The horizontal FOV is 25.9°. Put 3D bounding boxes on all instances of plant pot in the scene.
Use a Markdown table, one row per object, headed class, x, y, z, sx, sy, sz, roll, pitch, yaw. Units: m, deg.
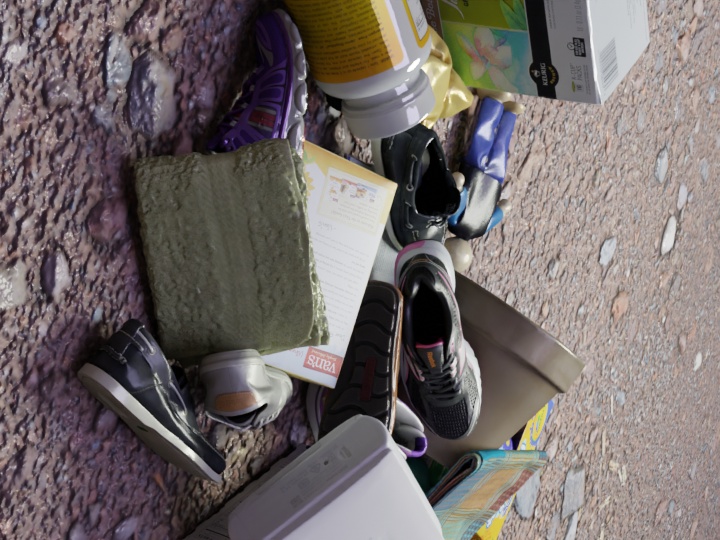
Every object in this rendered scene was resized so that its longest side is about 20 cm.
| class | x | y | z | sx | sy | sz | roll | pitch | yaw |
| --- | --- | --- | --- | --- | --- | --- | --- | --- | --- |
| plant pot | 0.110 | 0.115 | 1.655 | 0.175 | 0.199 | 0.200 | -56 | 146 | -3 |

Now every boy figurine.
| class | x | y | z | sx | sy | sz | roll | pitch | yaw |
| --- | --- | --- | --- | --- | --- | --- | --- | --- | --- |
| boy figurine | 0.048 | -0.187 | 1.535 | 0.199 | 0.064 | 0.126 | -6 | 108 | -58 |

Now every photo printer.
| class | x | y | z | sx | sy | sz | roll | pitch | yaw |
| --- | --- | --- | --- | --- | --- | --- | --- | --- | --- |
| photo printer | -0.013 | 0.243 | 1.407 | 0.166 | 0.069 | 0.201 | -36 | 135 | -9 |

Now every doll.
| class | x | y | z | sx | sy | sz | roll | pitch | yaw |
| --- | --- | --- | --- | --- | --- | --- | --- | --- | --- |
| doll | 0.131 | -0.093 | 1.719 | 0.136 | 0.048 | 0.202 | 30 | 75 | -57 |

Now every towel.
| class | x | y | z | sx | sy | sz | roll | pitch | yaw |
| --- | --- | --- | --- | --- | --- | --- | --- | --- | --- |
| towel | 0.116 | 0.243 | 1.660 | 0.147 | 0.022 | 0.199 | -48 | 155 | 16 |
| towel | -0.107 | -0.011 | 1.293 | 0.037 | 0.146 | 0.202 | -96 | 178 | -59 |

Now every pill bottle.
| class | x | y | z | sx | sy | sz | roll | pitch | yaw |
| --- | --- | --- | --- | --- | --- | --- | --- | --- | --- |
| pill bottle | -0.003 | -0.222 | 1.362 | 0.113 | 0.112 | 0.202 | -47 | 127 | -39 |

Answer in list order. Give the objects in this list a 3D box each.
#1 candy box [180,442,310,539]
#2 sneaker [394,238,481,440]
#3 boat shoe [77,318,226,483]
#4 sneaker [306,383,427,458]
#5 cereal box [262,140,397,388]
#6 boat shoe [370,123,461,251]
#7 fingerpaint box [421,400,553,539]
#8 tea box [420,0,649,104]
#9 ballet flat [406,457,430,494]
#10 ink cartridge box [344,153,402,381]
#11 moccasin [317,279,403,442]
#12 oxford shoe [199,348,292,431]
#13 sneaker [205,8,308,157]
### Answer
| class | x | y | z | sx | sy | sz | roll | pitch | yaw |
| --- | --- | --- | --- | --- | --- | --- | --- | --- | --- |
| candy box | -0.084 | 0.291 | 1.492 | 0.200 | 0.071 | 0.170 | -36 | 130 | -47 |
| sneaker | 0.068 | 0.078 | 1.521 | 0.086 | 0.079 | 0.202 | -78 | 153 | -70 |
| boat shoe | -0.158 | 0.116 | 1.307 | 0.068 | 0.071 | 0.201 | -58 | 142 | -21 |
| sneaker | 0.018 | 0.188 | 1.578 | 0.073 | 0.113 | 0.202 | -58 | 148 | -29 |
| cereal box | -0.056 | -0.009 | 1.415 | 0.143 | 0.039 | 0.202 | 23 | 82 | -37 |
| boat shoe | 0.065 | -0.075 | 1.511 | 0.075 | 0.065 | 0.201 | -53 | 147 | -31 |
| fingerpaint box | 0.138 | 0.195 | 1.814 | 0.202 | 0.073 | 0.167 | -63 | 146 | -21 |
| tea box | 0.170 | -0.294 | 1.564 | 0.134 | 0.195 | 0.202 | -48 | 138 | -39 |
| ballet flat | 0.046 | 0.294 | 1.700 | 0.070 | 0.067 | 0.203 | -1 | 102 | -37 |
| ink cartridge box | 0.000 | 0.000 | 1.548 | 0.199 | 0.040 | 0.202 | 22 | 83 | -57 |
| moccasin | -0.001 | 0.112 | 1.473 | 0.078 | 0.073 | 0.204 | 82 | 12 | -77 |
| oxford shoe | -0.099 | 0.112 | 1.359 | 0.200 | 0.074 | 0.059 | 68 | 11 | -77 |
| sneaker | -0.088 | -0.126 | 1.329 | 0.081 | 0.082 | 0.203 | 127 | -32 | -76 |
